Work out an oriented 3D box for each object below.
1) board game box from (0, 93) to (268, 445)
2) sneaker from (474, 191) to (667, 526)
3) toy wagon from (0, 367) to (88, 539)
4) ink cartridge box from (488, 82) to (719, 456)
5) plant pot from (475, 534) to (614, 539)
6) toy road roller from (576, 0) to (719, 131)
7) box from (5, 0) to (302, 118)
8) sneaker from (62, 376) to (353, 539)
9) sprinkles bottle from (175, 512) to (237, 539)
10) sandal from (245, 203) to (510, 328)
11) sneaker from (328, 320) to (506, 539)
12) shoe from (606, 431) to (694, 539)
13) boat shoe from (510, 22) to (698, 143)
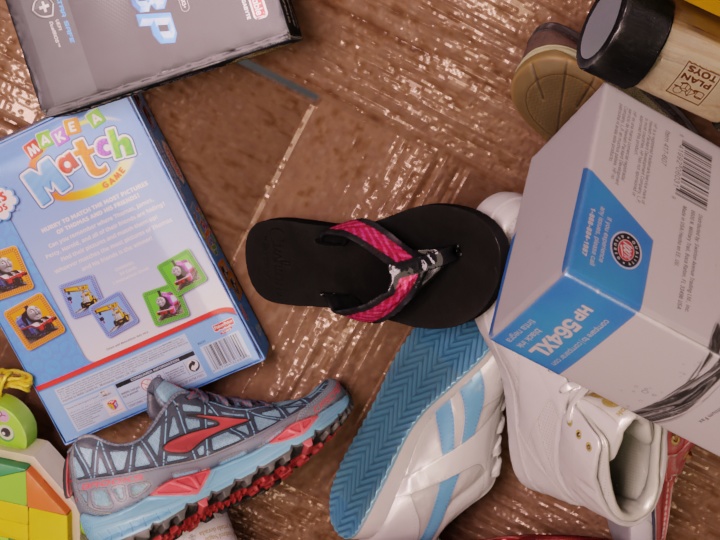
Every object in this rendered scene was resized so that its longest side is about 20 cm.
[{"bbox_3d":[-0.171,-0.004,0.918,0.151,0.037,0.200,-23,105,10],"label":"board game box"},{"bbox_3d":[0.129,0.053,0.829,0.074,0.116,0.200,-23,109,-23],"label":"sneaker"},{"bbox_3d":[-0.244,0.160,0.949,0.155,0.040,0.200,10,115,12],"label":"toy wagon"},{"bbox_3d":[0.188,0.011,0.788,0.200,0.146,0.084,28,141,-12],"label":"ink cartridge box"},{"bbox_3d":[0.076,0.263,0.880,0.182,0.200,0.201,7,108,-16],"label":"plant pot"},{"bbox_3d":[0.206,-0.180,0.765,0.123,0.146,0.200,21,133,-13],"label":"toy road roller"},{"bbox_3d":[-0.139,-0.207,0.831,0.159,0.046,0.200,-16,95,8],"label":"box"},{"bbox_3d":[-0.094,0.101,0.891,0.096,0.200,0.079,58,146,11],"label":"sneaker"},{"bbox_3d":[-0.102,0.211,0.921,0.068,0.068,0.200,-26,76,11],"label":"sprinkles bottle"},{"bbox_3d":[0.000,0.000,0.854,0.200,0.045,0.075,0,99,36],"label":"sandal"},{"bbox_3d":[0.059,0.096,0.923,0.081,0.077,0.200,25,104,-29],"label":"sneaker"},{"bbox_3d":[0.203,0.099,0.908,0.091,0.071,0.200,-11,116,-7],"label":"shoe"},{"bbox_3d":[0.174,-0.078,0.857,0.073,0.065,0.200,-27,123,38],"label":"boat shoe"}]
